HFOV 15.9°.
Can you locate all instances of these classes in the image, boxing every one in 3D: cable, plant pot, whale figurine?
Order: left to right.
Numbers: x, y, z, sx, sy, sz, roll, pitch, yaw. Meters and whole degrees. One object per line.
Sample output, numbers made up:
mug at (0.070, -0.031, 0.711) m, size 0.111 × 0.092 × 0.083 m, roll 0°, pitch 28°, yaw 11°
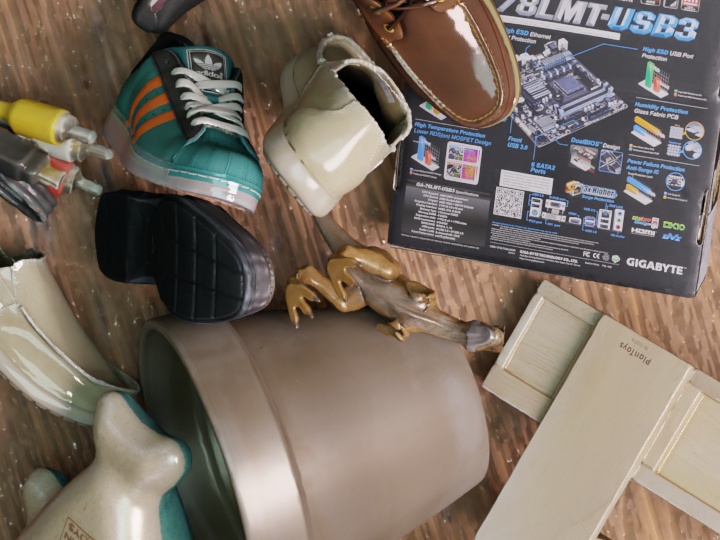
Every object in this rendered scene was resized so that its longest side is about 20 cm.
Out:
cable at (-0.246, -0.096, 1.599) m, size 0.200 × 0.097 × 0.050 m, roll 29°, pitch 62°, yaw 13°
whale figurine at (-0.140, 0.167, 1.587) m, size 0.159 × 0.104 × 0.200 m, roll 36°, pitch 123°, yaw 32°
plant pot at (-0.023, 0.100, 1.575) m, size 0.173 × 0.200 × 0.201 m, roll -18°, pitch 98°, yaw -17°

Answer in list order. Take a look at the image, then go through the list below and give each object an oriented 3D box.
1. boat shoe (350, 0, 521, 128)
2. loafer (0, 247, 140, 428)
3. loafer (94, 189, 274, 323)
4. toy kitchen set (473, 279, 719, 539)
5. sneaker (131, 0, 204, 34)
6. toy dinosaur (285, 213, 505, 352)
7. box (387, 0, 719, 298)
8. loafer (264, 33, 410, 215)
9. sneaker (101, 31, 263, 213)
boat shoe at (0.023, -0.167, 1.518) m, size 0.072 × 0.068 × 0.200 m, roll -30°, pitch 95°, yaw 21°
loafer at (-0.211, 0.023, 1.598) m, size 0.200 × 0.076 × 0.068 m, roll 38°, pitch 98°, yaw -5°
loafer at (-0.091, -0.014, 1.540) m, size 0.072 × 0.200 × 0.073 m, roll -2°, pitch 104°, yaw -27°
toy kitchen set at (0.185, 0.139, 1.634) m, size 0.200 × 0.180 × 0.163 m, roll 32°, pitch 92°, yaw 34°
sneaker at (-0.040, -0.196, 1.580) m, size 0.115 × 0.076 × 0.200 m, roll 43°, pitch 93°, yaw -10°
toy dinosaur at (0.000, 0.000, 1.554) m, size 0.200 × 0.106 × 0.060 m, roll 44°, pitch 118°, yaw 27°
box at (0.124, -0.097, 1.570) m, size 0.199 × 0.050 × 0.199 m, roll 10°, pitch 107°, yaw 13°
loafer at (-0.005, -0.092, 1.523) m, size 0.068 × 0.200 × 0.076 m, roll -31°, pitch 108°, yaw 17°
sneaker at (-0.102, -0.093, 1.528) m, size 0.071 × 0.200 × 0.080 m, roll 16°, pitch 100°, yaw -26°
